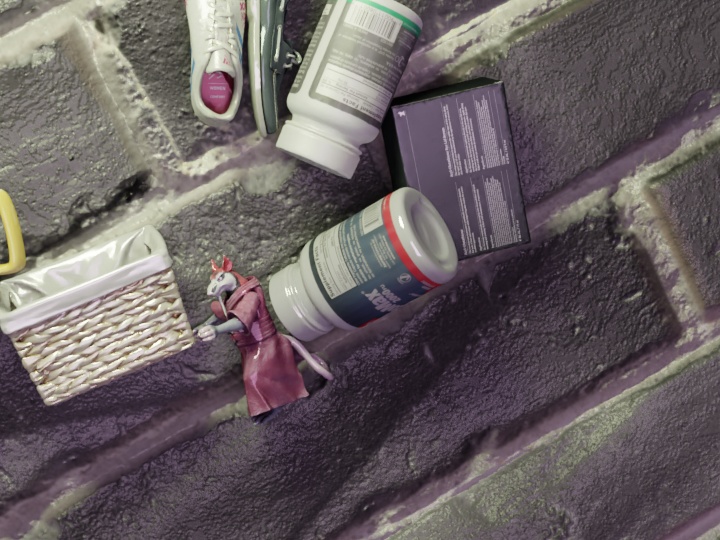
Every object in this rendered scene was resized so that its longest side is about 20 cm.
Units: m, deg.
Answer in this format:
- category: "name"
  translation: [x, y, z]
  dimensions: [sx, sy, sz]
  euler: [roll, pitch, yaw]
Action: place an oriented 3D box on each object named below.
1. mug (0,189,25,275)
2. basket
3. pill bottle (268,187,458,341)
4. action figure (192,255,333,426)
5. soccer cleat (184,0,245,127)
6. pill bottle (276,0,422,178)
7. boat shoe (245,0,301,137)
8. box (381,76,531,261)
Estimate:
- category: "mug"
  translation: [-0.463, -0.034, 1.538]
  dimensions: [0.186, 0.149, 0.153]
  euler: [-13, 95, -13]
- category: "basket"
  translation: [-0.296, 0.050, 1.597]
  dimensions: [0.200, 0.136, 0.123]
  euler: [-22, 109, -9]
- category: "pill bottle"
  translation: [0.000, 0.000, 1.632]
  dimensions: [0.200, 0.120, 0.120]
  euler: [-29, 109, 25]
- category: "action figure"
  translation: [-0.119, 0.071, 1.646]
  dimensions: [0.149, 0.134, 0.200]
  euler: [-20, 108, -11]
- category: "soccer cleat"
  translation: [-0.158, -0.260, 1.593]
  dimensions: [0.070, 0.086, 0.200]
  euler: [-4, 102, -14]
- category: "pill bottle"
  translation: [-0.016, -0.214, 1.619]
  dimensions: [0.113, 0.113, 0.200]
  euler: [23, 91, -18]
- category: "boat shoe"
  translation: [-0.097, -0.253, 1.619]
  dimensions: [0.062, 0.073, 0.200]
  euler: [-3, 97, -10]
- category: "box"
  translation: [0.111, -0.117, 1.696]
  dimensions: [0.141, 0.079, 0.200]
  euler: [-15, 105, -13]
